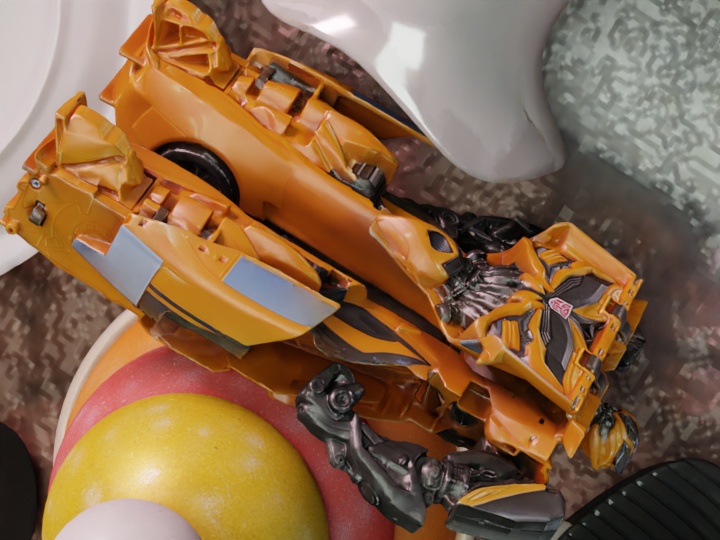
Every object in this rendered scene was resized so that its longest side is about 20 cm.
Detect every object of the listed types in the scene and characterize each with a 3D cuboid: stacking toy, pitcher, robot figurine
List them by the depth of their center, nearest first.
[{"bbox_3d":[-0.053,0.078,0.889,0.146,0.200,0.146,1,96,15],"label":"stacking toy"},{"bbox_3d":[0.027,-0.152,0.889,0.171,0.121,0.200,28,112,7],"label":"pitcher"},{"bbox_3d":[0.000,0.000,0.891,0.200,0.145,0.058,29,129,1],"label":"robot figurine"}]

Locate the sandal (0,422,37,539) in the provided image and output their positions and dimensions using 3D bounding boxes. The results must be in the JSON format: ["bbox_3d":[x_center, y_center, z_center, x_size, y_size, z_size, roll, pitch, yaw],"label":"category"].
[{"bbox_3d":[-0.183,0.076,0.933,0.045,0.200,0.075,-3,91,53],"label":"sandal"}]

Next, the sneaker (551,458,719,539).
[{"bbox_3d":[0.043,0.134,0.939,0.200,0.088,0.074,-47,110,-9],"label":"sneaker"}]

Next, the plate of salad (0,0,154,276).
[{"bbox_3d":[-0.158,-0.088,0.976,0.200,0.048,0.201,0,90,14],"label":"plate of salad"}]
